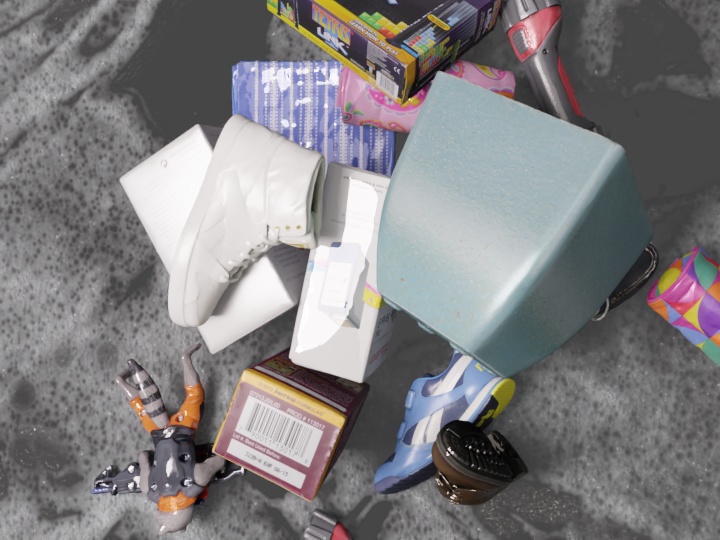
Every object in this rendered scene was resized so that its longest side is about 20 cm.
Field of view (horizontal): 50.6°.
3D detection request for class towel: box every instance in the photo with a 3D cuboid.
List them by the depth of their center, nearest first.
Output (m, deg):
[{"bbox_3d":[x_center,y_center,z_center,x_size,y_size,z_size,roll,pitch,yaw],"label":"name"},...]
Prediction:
[{"bbox_3d":[-0.055,-0.172,0.885,0.194,0.024,0.149,1,91,7],"label":"towel"}]

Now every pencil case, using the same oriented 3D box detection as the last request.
[{"bbox_3d":[0.397,0.066,0.796,0.199,0.088,0.089,42,95,4],"label":"pencil case"},{"bbox_3d":[0.069,-0.189,0.827,0.194,0.087,0.090,8,91,-1],"label":"pencil case"}]

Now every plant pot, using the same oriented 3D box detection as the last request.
[{"bbox_3d":[0.127,-0.021,0.708,0.194,0.196,0.203,31,88,34],"label":"plant pot"}]

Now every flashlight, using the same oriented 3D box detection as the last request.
[{"bbox_3d":[0.214,-0.205,0.825,0.066,0.068,0.204,-23,91,20],"label":"flashlight"},{"bbox_3d":[0.022,0.342,0.854,0.196,0.068,0.069,26,59,3],"label":"flashlight"}]

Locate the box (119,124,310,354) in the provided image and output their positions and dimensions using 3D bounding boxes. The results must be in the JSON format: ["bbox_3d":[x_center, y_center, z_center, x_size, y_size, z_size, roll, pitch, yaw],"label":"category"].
[{"bbox_3d":[-0.139,-0.038,0.820,0.105,0.152,0.204,-28,90,13],"label":"box"}]

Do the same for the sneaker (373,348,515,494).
[{"bbox_3d":[0.080,0.167,0.841,0.200,0.074,0.083,-47,62,13],"label":"sneaker"}]

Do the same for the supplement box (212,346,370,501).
[{"bbox_3d":[-0.063,0.150,0.794,0.108,0.200,0.088,24,94,7],"label":"supplement box"}]

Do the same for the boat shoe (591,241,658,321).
[{"bbox_3d":[0.234,0.020,0.825,0.195,0.062,0.077,-21,86,7],"label":"boat shoe"}]

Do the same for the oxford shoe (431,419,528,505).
[{"bbox_3d":[0.110,0.208,0.777,0.084,0.199,0.073,-40,57,8],"label":"oxford shoe"}]

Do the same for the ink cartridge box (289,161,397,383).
[{"bbox_3d":[0.000,0.000,0.806,0.085,0.145,0.206,15,96,12],"label":"ink cartridge box"}]

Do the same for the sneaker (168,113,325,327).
[{"bbox_3d":[-0.098,-0.027,0.699,0.113,0.074,0.205,22,98,10],"label":"sneaker"}]

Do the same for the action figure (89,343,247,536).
[{"bbox_3d":[-0.240,0.205,0.870,0.195,0.105,0.198,-17,78,5],"label":"action figure"}]

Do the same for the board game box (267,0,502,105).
[{"bbox_3d":[0.024,-0.285,0.800,0.199,0.057,0.165,38,63,19],"label":"board game box"}]
